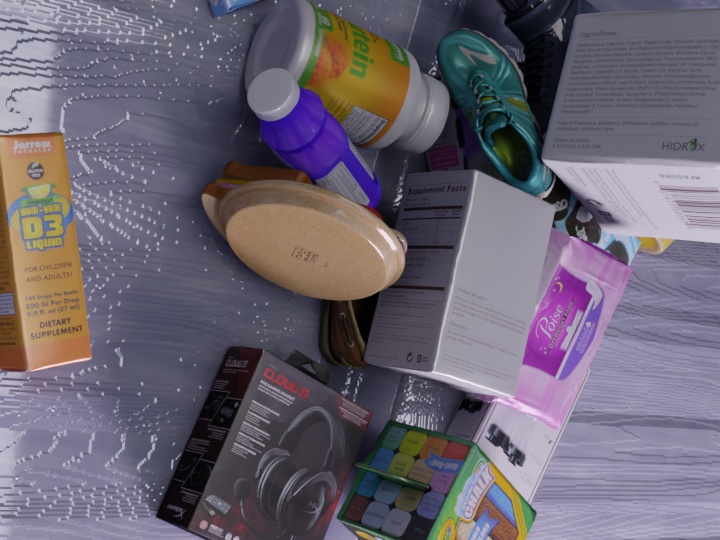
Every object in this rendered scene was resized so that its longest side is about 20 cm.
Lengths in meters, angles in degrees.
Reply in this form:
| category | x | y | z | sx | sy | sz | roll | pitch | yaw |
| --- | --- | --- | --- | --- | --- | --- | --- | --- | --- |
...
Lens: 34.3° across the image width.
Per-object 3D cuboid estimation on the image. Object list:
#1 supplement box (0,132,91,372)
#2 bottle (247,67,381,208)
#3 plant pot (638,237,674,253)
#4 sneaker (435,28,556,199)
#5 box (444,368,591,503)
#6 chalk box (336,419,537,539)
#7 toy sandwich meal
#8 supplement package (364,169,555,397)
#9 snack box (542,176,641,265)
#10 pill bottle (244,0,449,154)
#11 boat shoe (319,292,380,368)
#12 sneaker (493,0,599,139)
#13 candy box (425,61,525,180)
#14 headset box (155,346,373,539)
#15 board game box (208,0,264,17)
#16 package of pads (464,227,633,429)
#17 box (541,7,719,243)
| category | x | y | z | sx | sy | sz | roll | pitch | yaw |
| --- | --- | --- | --- | --- | --- | --- | --- | --- | --- |
| supplement box | -0.286 | -0.017 | 1.015 | 0.066 | 0.068 | 0.203 | -10 | 92 | -37 |
| bottle | -0.045 | -0.118 | 1.114 | 0.065 | 0.083 | 0.200 | -46 | 148 | -4 |
| plant pot | 0.361 | -0.134 | 1.416 | 0.200 | 0.200 | 0.190 | 39 | 84 | -28 |
| sneaker | 0.141 | -0.164 | 1.203 | 0.202 | 0.077 | 0.080 | 60 | 18 | 8 |
| box | 0.174 | 0.167 | 1.340 | 0.116 | 0.060 | 0.201 | 40 | 66 | -28 |
| chalk box | 0.070 | 0.241 | 1.199 | 0.125 | 0.124 | 0.200 | -59 | 134 | -22 |
| toy sandwich meal | -0.048 | -0.043 | 1.111 | 0.204 | 0.204 | 0.071 | 35 | 56 | -29 |
| supplement package | 0.100 | 0.013 | 1.177 | 0.116 | 0.117 | 0.203 | 20 | 80 | -33 |
| snack box | 0.233 | -0.035 | 1.317 | 0.199 | 0.037 | 0.117 | 37 | 79 | -38 |
| pill bottle | -0.008 | -0.190 | 1.191 | 0.198 | 0.110 | 0.113 | 19 | 78 | -33 |
| boat shoe | 0.000 | 0.000 | 1.216 | 0.071 | 0.068 | 0.203 | -3 | 90 | -35 |
| sneaker | 0.183 | -0.236 | 1.265 | 0.146 | 0.077 | 0.204 | 41 | 65 | -26 |
| candy box | 0.159 | -0.129 | 1.333 | 0.166 | 0.071 | 0.203 | -14 | 96 | -35 |
| headset box | -0.087 | 0.179 | 1.144 | 0.148 | 0.077 | 0.202 | 33 | 72 | -30 |
| board game box | -0.087 | -0.360 | 1.186 | 0.199 | 0.036 | 0.153 | -27 | 104 | -34 |
| package of pads | 0.197 | 0.060 | 1.250 | 0.120 | 0.075 | 0.202 | 23 | 94 | -36 |
| box | 0.323 | -0.146 | 1.205 | 0.199 | 0.198 | 0.173 | 35 | 68 | -52 |
